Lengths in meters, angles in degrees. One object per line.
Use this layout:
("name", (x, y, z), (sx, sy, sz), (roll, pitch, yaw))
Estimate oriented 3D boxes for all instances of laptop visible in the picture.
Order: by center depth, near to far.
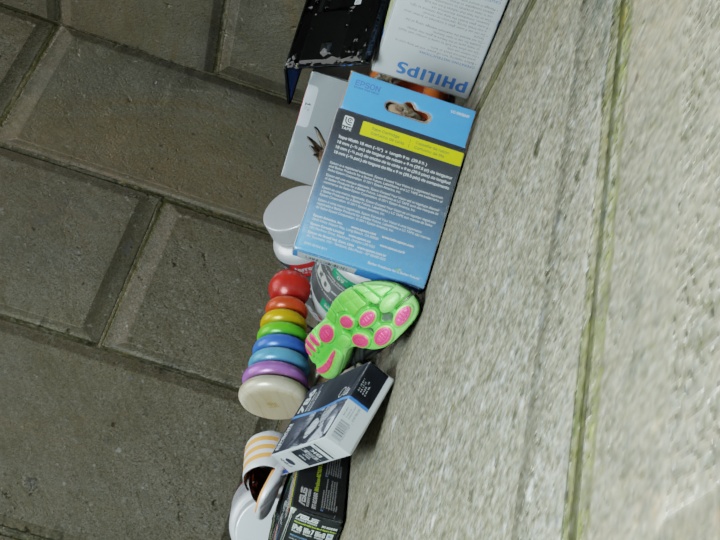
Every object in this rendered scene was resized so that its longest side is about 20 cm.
("laptop", (-0.021, -0.309, 1.210), (0.103, 0.200, 0.177), (31, -110, -50))

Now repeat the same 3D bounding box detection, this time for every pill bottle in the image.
("pill bottle", (0.000, 0.000, 1.179), (0.200, 0.113, 0.113), (116, 171, -66))
("pill bottle", (-0.131, 0.357, 1.385), (0.200, 0.113, 0.113), (144, 143, -83))
("pill bottle", (-0.063, -0.023, 1.462), (0.114, 0.114, 0.200), (-76, -32, -42))

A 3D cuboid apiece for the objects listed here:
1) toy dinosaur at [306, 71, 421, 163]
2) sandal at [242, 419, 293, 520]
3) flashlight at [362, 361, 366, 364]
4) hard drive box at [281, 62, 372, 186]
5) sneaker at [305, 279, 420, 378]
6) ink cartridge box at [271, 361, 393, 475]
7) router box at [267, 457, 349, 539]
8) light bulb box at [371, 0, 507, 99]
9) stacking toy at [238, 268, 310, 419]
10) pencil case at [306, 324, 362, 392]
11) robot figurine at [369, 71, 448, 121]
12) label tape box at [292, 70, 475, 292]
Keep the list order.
("toy dinosaur", (0.002, -0.187, 1.215), (0.200, 0.086, 0.136), (-61, 23, -2))
("sandal", (-0.115, 0.229, 1.214), (0.207, 0.059, 0.079), (-68, -1, -60))
("flashlight", (0.009, 0.026, 1.324), (0.068, 0.068, 0.200), (4, 75, 41))
("hard drive box", (-0.045, -0.222, 1.388), (0.200, 0.077, 0.156), (-83, 11, -69))
("sneaker", (0.008, 0.054, 1.056), (0.084, 0.077, 0.200), (-29, -4, -35))
("ink cartridge box", (-0.041, 0.168, 1.068), (0.099, 0.039, 0.200), (-58, 11, -29))
("router box", (-0.066, 0.296, 1.143), (0.200, 0.062, 0.150), (-85, 13, -71))
("light bulb box", (0.107, -0.348, 1.146), (0.198, 0.125, 0.200), (-79, 7, -50))
("stacking toy", (-0.098, 0.081, 1.203), (0.085, 0.085, 0.200), (113, 165, -51))
("pencil case", (-0.065, 0.128, 1.273), (0.200, 0.078, 0.090), (28, 98, 61))
("robot figurine", (0.055, -0.208, 1.317), (0.117, 0.144, 0.200), (64, -148, -47))
("label tape box", (0.025, -0.092, 1.033), (0.063, 0.144, 0.200), (123, 165, -82))
